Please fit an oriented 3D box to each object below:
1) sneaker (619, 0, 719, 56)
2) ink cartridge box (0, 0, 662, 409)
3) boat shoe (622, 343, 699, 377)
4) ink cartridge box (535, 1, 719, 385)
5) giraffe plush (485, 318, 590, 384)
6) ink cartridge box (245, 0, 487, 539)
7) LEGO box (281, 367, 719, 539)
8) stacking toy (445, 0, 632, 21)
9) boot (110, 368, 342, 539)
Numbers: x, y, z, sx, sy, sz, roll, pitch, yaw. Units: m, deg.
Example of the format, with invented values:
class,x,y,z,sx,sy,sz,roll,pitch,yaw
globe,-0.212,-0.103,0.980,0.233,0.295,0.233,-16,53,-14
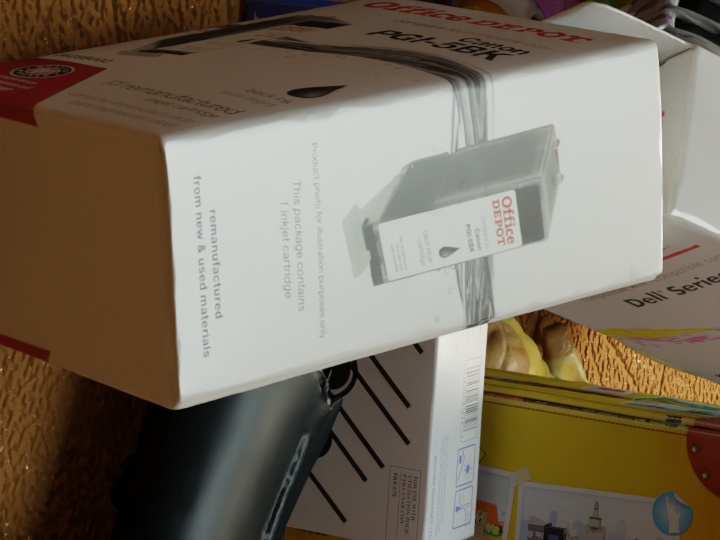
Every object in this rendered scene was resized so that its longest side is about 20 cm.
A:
class,x,y,z,sx,sy,sz,roll,pitch,yaw
sneaker,0.139,-0.110,1.091,0.140,0.078,0.200,-61,-176,-1
ink cartridge box,-0.022,-0.030,0.890,0.199,0.146,0.083,-14,109,-38
boat shoe,0.111,-0.012,1.189,0.072,0.199,0.060,128,-17,-56
ink cartridge box,0.121,-0.017,0.987,0.199,0.117,0.068,23,67,-28
giraffe plush,0.122,0.104,1.233,0.200,0.161,0.174,1,96,-61
ink cartridge box,0.000,0.000,1.056,0.044,0.094,0.201,-10,107,-59
LEGO box,0.068,0.119,1.101,0.077,0.199,0.150,0,98,-61
stacking toy,0.075,-0.126,1.178,0.200,0.109,0.116,-46,137,-32
boot,-0.078,0.084,0.947,0.200,0.076,0.169,44,62,-64
